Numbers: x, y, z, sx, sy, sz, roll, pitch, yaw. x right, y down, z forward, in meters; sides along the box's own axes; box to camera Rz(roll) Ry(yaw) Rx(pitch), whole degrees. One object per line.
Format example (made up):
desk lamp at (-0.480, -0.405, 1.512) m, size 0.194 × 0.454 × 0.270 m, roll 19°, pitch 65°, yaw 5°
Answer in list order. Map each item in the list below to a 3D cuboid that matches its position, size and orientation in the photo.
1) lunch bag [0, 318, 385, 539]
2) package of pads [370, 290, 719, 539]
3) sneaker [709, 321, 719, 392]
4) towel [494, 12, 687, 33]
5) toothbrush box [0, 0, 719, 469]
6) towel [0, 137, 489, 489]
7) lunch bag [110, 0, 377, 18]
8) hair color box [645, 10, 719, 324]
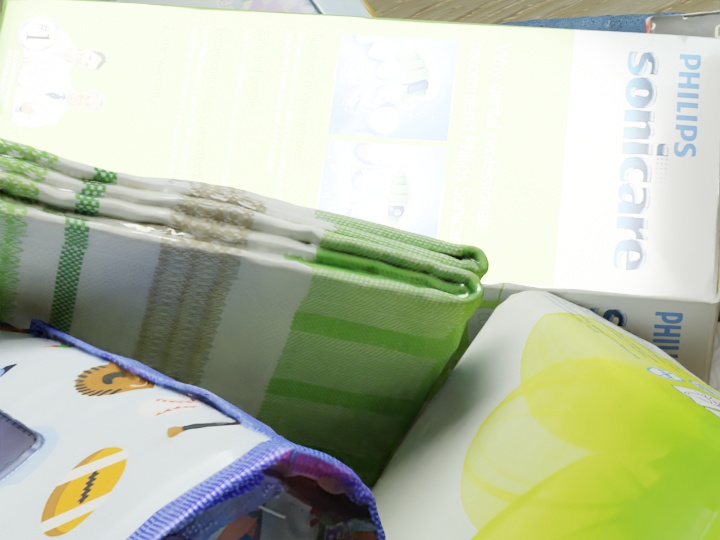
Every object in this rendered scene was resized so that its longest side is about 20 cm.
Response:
lunch bag at (-0.082, 0.113, 0.516) m, size 0.124 × 0.200 × 0.170 m, roll 24°, pitch -4°, yaw -30°
package of pads at (0.030, 0.112, 0.554) m, size 0.200 × 0.068 × 0.155 m, roll -56°, pitch 23°, yaw 3°
sneaker at (0.082, 0.062, 0.804) m, size 0.199 × 0.081 × 0.115 m, roll 18°, pitch -21°, yaw 8°
towel at (0.077, -0.056, 0.950) m, size 0.112 × 0.049 × 0.200 m, roll 27°, pitch -16°, yaw -36°
toothbrush box at (0.000, 0.000, 0.690) m, size 0.200 × 0.146 × 0.086 m, roll 3°, pitch 62°, yaw 5°
towel at (-0.080, 0.007, 0.611) m, size 0.200 × 0.031 × 0.149 m, roll 12°, pitch -26°, yaw -8°
lunch bag at (-0.033, -0.031, 0.913) m, size 0.127 × 0.170 × 0.200 m, roll -25°, pitch -15°, yaw -37°
hair color box at (0.159, -0.002, 0.791) m, size 0.101 × 0.200 × 0.061 m, roll -5°, pitch 53°, yaw 19°
